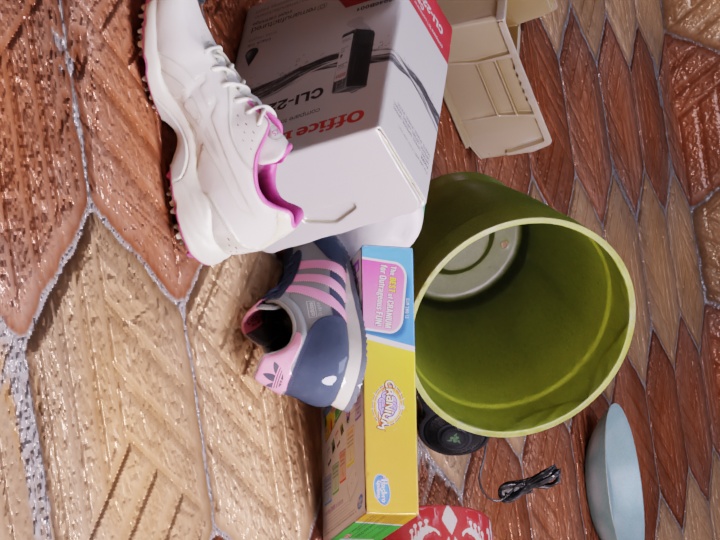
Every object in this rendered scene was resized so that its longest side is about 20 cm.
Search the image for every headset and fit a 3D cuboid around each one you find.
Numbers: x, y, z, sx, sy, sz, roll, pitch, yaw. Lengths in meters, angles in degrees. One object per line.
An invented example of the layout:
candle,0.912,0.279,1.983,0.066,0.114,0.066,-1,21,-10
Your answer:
headset,0.106,0.120,2.055,0.201,0.094,0.124,65,22,-13

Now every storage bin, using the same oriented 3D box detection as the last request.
storage bin,0.137,-0.252,2.323,0.199,0.093,0.201,62,26,-46

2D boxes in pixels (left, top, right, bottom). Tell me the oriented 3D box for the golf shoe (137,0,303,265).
golf shoe,-0.093,-0.107,1.538,0.075,0.091,0.201,-34,113,-69

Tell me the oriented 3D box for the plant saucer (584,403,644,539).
plant saucer,0.299,0.260,2.693,0.201,0.039,0.202,-9,90,-72

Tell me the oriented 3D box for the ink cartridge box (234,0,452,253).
ink cartridge box,-0.020,-0.124,1.674,0.084,0.144,0.201,56,30,-37

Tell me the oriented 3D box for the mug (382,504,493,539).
mug,0.053,0.287,1.759,0.178,0.133,0.201,53,30,-60

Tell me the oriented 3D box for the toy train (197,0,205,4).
toy train,-0.109,-0.237,1.645,0.046,0.034,0.200,63,23,-17

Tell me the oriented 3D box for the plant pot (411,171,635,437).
plant pot,0.110,0.008,1.942,0.193,0.200,0.201,-120,-170,-60

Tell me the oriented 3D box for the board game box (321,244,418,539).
board game box,0.005,0.098,1.702,0.153,0.040,0.201,131,-40,-70

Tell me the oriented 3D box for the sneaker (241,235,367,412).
sneaker,-0.049,0.025,1.661,0.200,0.082,0.070,-108,-146,-58

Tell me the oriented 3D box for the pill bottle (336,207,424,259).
pill bottle,0.004,-0.110,1.804,0.201,0.113,0.113,-81,155,-43
